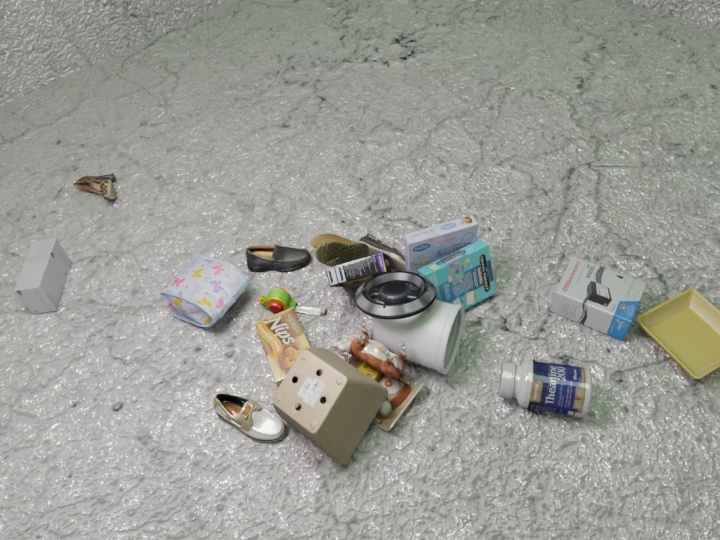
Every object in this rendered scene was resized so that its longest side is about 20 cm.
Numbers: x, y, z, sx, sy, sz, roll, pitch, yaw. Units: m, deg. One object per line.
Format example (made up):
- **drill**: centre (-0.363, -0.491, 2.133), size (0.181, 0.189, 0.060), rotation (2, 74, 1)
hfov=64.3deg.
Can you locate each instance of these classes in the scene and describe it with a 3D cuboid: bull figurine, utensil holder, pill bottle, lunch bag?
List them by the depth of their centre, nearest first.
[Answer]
- **pill bottle**: centre (0.426, 0.268, 1.331), size (0.195, 0.112, 0.113), rotation (7, 50, 13)
- **bull figurine**: centre (0.024, 0.191, 1.387), size (0.197, 0.123, 0.065), rotation (24, 50, 16)
- **utensil holder**: centre (0.143, 0.146, 1.434), size (0.196, 0.172, 0.172), rotation (15, 52, 21)
- **lunch bag**: centre (-0.425, 0.065, 1.602), size (0.196, 0.129, 0.171), rotation (11, 48, 28)

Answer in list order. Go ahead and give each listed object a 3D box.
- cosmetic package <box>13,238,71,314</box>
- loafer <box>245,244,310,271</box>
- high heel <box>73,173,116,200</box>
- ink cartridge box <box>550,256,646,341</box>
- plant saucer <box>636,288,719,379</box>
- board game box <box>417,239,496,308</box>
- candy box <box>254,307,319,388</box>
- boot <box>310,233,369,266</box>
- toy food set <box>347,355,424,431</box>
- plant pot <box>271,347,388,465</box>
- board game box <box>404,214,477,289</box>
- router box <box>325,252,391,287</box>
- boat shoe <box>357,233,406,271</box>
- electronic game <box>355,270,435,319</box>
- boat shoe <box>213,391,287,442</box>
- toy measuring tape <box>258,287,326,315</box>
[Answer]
- **cosmetic package**: centre (-0.946, 0.015, 1.714), size (0.079, 0.114, 0.203), rotation (-9, 50, -1)
- **loafer**: centre (-0.247, -0.042, 1.705), size (0.195, 0.073, 0.074), rotation (-7, 47, 0)
- **high heel**: centre (-0.925, -0.278, 1.983), size (0.139, 0.073, 0.201), rotation (-13, 32, -13)
- **ink cartridge box**: centre (0.618, 0.069, 1.498), size (0.197, 0.085, 0.146), rotation (23, 56, 24)
- **plant saucer**: centre (0.820, 0.163, 1.418), size (0.196, 0.049, 0.201), rotation (-23, 50, -13)
- **board game box**: centre (0.260, 0.030, 1.527), size (0.197, 0.154, 0.047), rotation (-25, 28, -15)
- **candy box**: centre (-0.193, 0.202, 1.499), size (0.113, 0.056, 0.202), rotation (-21, 50, -11)
- **boot**: centre (-0.091, -0.063, 1.637), size (0.172, 0.068, 0.199), rotation (0, 12, -32)
- **toy food set**: centre (0.037, 0.282, 1.400), size (0.198, 0.061, 0.144), rotation (29, 58, 27)
- **plant pot**: centre (-0.085, 0.287, 1.293), size (0.198, 0.177, 0.202), rotation (28, 78, 28)
- **board game box**: centre (0.218, -0.040, 1.563), size (0.195, 0.202, 0.042), rotation (-16, 47, -8)
- **router box**: centre (0.000, 0.000, 1.550), size (0.154, 0.200, 0.053), rotation (-16, 87, 7)
- **boat shoe**: centre (0.077, -0.058, 1.684), size (0.198, 0.068, 0.057), rotation (27, 61, 30)
- **electronic game**: centre (0.084, 0.058, 1.384), size (0.195, 0.042, 0.201), rotation (-6, 28, 3)
- **boat shoe**: centre (-0.270, 0.349, 1.373), size (0.196, 0.069, 0.076), rotation (15, 52, 18)
- **toy measuring tape**: centre (-0.194, 0.087, 1.590), size (0.195, 0.074, 0.075), rotation (5, 50, 12)
